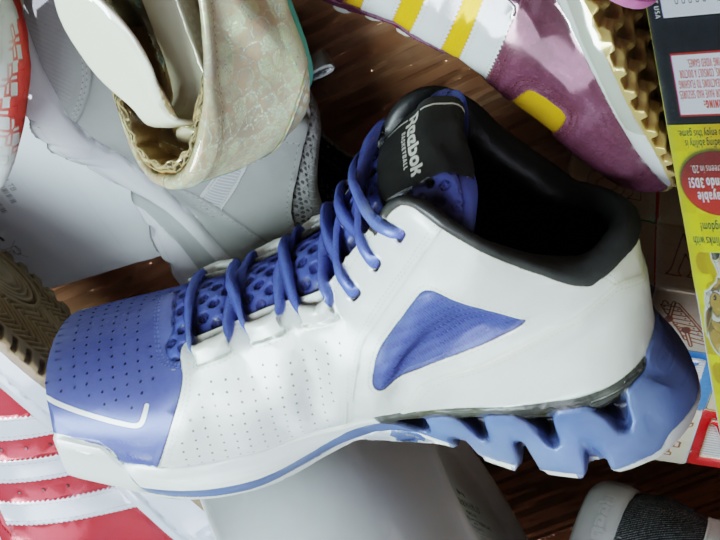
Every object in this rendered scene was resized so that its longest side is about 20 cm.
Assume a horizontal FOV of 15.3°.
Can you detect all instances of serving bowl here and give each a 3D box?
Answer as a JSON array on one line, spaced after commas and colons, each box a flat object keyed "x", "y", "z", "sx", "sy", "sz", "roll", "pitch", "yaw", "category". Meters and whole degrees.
[{"x": 0.019, "y": 0.102, "z": 0.910, "sx": 0.066, "sy": 0.201, "sz": 0.200, "roll": -30, "pitch": 128, "yaw": 10, "category": "serving bowl"}]

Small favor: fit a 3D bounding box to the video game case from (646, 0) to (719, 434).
[{"x": 0.147, "y": -0.027, "z": 0.699, "sx": 0.025, "sy": 0.182, "sz": 0.200, "roll": -14, "pitch": -172, "yaw": -27, "category": "video game case"}]

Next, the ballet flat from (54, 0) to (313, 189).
[{"x": -0.068, "y": -0.115, "z": 0.730, "sx": 0.067, "sy": 0.062, "sz": 0.201, "roll": -2, "pitch": 118, "yaw": 47, "category": "ballet flat"}]

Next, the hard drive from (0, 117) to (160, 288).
[{"x": -0.175, "y": -0.031, "z": 0.907, "sx": 0.199, "sy": 0.026, "sz": 0.132, "roll": -15, "pitch": 132, "yaw": 22, "category": "hard drive"}]

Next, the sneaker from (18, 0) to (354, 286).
[{"x": -0.051, "y": -0.062, "z": 0.837, "sx": 0.082, "sy": 0.075, "sz": 0.200, "roll": -22, "pitch": 140, "yaw": 16, "category": "sneaker"}]

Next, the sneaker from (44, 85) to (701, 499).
[{"x": 0.001, "y": 0.000, "z": 0.810, "sx": 0.198, "sy": 0.081, "sz": 0.116, "roll": -4, "pitch": 130, "yaw": 8, "category": "sneaker"}]

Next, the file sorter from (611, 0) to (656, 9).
[{"x": 0.095, "y": -0.179, "z": 0.646, "sx": 0.139, "sy": 0.126, "sz": 0.200, "roll": 33, "pitch": 131, "yaw": -26, "category": "file sorter"}]

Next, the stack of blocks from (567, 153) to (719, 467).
[{"x": 0.158, "y": 0.032, "z": 0.906, "sx": 0.198, "sy": 0.059, "sz": 0.116, "roll": 9, "pitch": 137, "yaw": -2, "category": "stack of blocks"}]

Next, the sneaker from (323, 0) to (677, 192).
[{"x": 0.028, "y": -0.096, "z": 0.788, "sx": 0.090, "sy": 0.075, "sz": 0.200, "roll": -14, "pitch": 127, "yaw": 33, "category": "sneaker"}]

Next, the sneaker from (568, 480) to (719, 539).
[{"x": 0.141, "y": 0.144, "z": 0.967, "sx": 0.111, "sy": 0.073, "sz": 0.200, "roll": 14, "pitch": 161, "yaw": 21, "category": "sneaker"}]

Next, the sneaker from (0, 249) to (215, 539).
[{"x": -0.125, "y": 0.069, "z": 0.904, "sx": 0.112, "sy": 0.071, "sz": 0.200, "roll": -41, "pitch": 112, "yaw": 14, "category": "sneaker"}]

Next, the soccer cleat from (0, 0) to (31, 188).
[{"x": -0.132, "y": -0.089, "z": 0.703, "sx": 0.068, "sy": 0.085, "sz": 0.201, "roll": 2, "pitch": 128, "yaw": 8, "category": "soccer cleat"}]
